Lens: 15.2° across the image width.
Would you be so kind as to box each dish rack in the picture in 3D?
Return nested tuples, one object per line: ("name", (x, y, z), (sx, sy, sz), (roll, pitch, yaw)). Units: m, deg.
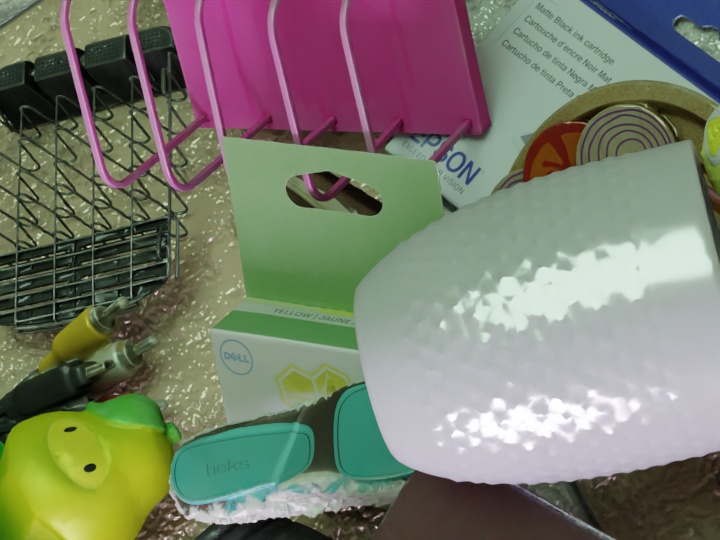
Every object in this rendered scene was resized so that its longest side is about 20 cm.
("dish rack", (-0.169, -0.054, 1.695), (0.153, 0.055, 0.201), (-13, 62, 22))

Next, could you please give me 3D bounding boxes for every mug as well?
("mug", (0.094, 0.021, 1.320), (0.174, 0.148, 0.200), (-14, 18, 9))

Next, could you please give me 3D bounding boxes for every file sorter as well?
("file sorter", (-0.052, -0.119, 1.541), (0.199, 0.140, 0.125), (3, 31, 30))

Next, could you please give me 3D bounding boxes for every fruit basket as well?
("fruit basket", (-0.201, 0.150, 1.544), (0.215, 0.155, 0.217), (-6, 80, 40))

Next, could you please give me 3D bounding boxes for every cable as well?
("cable", (-0.202, 0.088, 1.654), (0.199, 0.050, 0.098), (-20, 90, 34))

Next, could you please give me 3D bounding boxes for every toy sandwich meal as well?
("toy sandwich meal", (0.142, -0.005, 1.434), (0.204, 0.070, 0.207), (0, 90, 36))

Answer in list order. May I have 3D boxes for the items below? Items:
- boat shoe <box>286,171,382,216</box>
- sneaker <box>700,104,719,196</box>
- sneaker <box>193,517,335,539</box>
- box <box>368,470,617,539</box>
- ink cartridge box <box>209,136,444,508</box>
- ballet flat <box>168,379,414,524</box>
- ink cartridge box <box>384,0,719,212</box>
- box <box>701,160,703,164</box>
("boat shoe", (-0.004, -0.002, 1.573), (0.202, 0.075, 0.075), (35, 98, 41))
("sneaker", (0.257, -0.025, 1.341), (0.076, 0.199, 0.106), (164, 111, -70))
("sneaker", (-0.085, 0.216, 1.504), (0.200, 0.071, 0.099), (-48, 52, -10))
("box", (0.073, 0.228, 1.354), (0.164, 0.166, 0.201), (28, 80, 36))
("ink cartridge box", (-0.014, 0.032, 1.492), (0.145, 0.201, 0.048), (8, 33, 30))
("ballet flat", (-0.009, 0.100, 1.457), (0.199, 0.072, 0.072), (-10, 61, 26))
("ink cartridge box", (0.144, -0.086, 1.558), (0.200, 0.041, 0.199), (-48, 54, -3))
("box", (0.291, -0.031, 1.431), (0.199, 0.048, 0.118), (-18, 79, 15))
